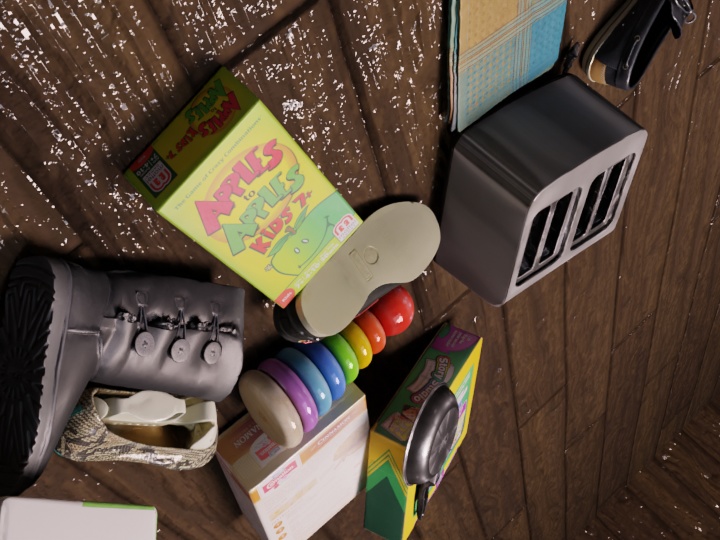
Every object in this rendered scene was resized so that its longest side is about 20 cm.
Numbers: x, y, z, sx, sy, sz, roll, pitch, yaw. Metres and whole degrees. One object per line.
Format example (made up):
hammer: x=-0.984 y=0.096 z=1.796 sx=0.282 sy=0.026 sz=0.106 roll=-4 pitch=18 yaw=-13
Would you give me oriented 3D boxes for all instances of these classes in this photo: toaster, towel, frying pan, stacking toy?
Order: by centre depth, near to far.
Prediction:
towel: x=0.128 y=-0.231 z=0.789 sx=0.146 sy=0.022 sz=0.202 roll=-35 pitch=146 yaw=-22
stacking toy: x=-0.021 y=0.083 z=0.912 sx=0.199 sy=0.085 sz=0.086 roll=-37 pitch=149 yaw=-25
toaster: x=0.175 y=-0.087 z=0.920 sx=0.179 sy=0.119 sz=0.202 roll=-30 pitch=146 yaw=-28
frying pan: x=0.071 y=0.213 z=0.994 sx=0.115 sy=0.030 sz=0.194 roll=-24 pitch=126 yaw=-60

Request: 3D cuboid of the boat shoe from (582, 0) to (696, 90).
boat shoe: x=0.310 y=-0.268 z=0.938 sx=0.201 sy=0.062 sz=0.074 roll=-52 pitch=148 yaw=5

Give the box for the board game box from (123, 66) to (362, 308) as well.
board game box: x=-0.079 y=-0.053 z=0.702 sx=0.102 sy=0.048 sz=0.200 roll=-46 pitch=150 yaw=-1

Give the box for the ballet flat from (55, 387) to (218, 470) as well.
ballet flat: x=-0.168 y=0.129 z=0.775 sx=0.075 sy=0.069 sz=0.199 roll=-32 pitch=154 yaw=23

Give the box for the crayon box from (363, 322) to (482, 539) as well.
crayon box: x=0.074 y=0.192 z=1.100 sx=0.200 sy=0.057 sz=0.175 roll=-49 pitch=151 yaw=-44

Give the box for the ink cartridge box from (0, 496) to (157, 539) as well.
ink cartridge box: x=-0.260 y=0.202 z=0.622 sx=0.197 sy=0.086 sz=0.145 roll=-10 pitch=161 yaw=25

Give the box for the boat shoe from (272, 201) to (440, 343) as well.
boat shoe: x=-0.001 y=-0.003 z=0.855 sx=0.201 sy=0.074 sz=0.063 roll=-38 pitch=-168 yaw=-37

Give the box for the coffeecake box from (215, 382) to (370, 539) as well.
coffeecake box: x=-0.065 y=0.207 z=1.001 sx=0.153 sy=0.073 sz=0.201 roll=-37 pitch=149 yaw=-20

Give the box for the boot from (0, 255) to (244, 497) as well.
boot: x=-0.174 y=0.081 z=0.683 sx=0.199 sy=0.065 sz=0.168 roll=13 pitch=93 yaw=-59
